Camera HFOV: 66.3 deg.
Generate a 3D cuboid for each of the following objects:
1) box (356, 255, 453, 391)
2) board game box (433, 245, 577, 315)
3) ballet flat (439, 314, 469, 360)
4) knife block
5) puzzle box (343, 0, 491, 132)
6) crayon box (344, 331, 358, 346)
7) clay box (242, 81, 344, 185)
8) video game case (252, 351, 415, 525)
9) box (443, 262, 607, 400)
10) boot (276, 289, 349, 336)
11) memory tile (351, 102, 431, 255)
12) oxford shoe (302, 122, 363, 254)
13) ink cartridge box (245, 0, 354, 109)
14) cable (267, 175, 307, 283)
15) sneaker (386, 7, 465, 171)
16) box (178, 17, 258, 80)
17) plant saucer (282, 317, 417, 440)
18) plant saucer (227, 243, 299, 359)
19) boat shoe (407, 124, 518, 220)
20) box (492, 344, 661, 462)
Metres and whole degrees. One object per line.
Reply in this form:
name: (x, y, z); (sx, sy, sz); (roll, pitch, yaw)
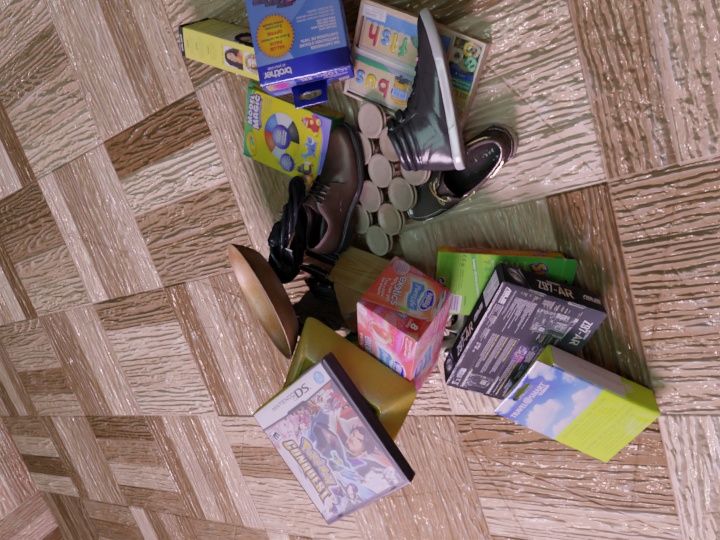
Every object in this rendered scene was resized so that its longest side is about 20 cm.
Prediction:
box: (0.060, 0.093, 0.795); (0.101, 0.095, 0.203); (31, 150, 20)
board game box: (0.200, 0.019, 0.782); (0.192, 0.030, 0.099); (5, 116, 3)
ballet flat: (0.152, 0.095, 0.862); (0.068, 0.066, 0.207); (-135, 43, -61)
knife block: (0.000, 0.000, 0.918); (0.194, 0.064, 0.180); (-21, 57, 5)
puzzle box: (0.072, -0.281, 0.774); (0.196, 0.025, 0.137); (28, 124, 20)
crayon box: (-0.020, 0.200, 0.939); (0.125, 0.199, 0.052); (41, 131, 8)
clay box: (-0.125, -0.227, 0.912); (0.195, 0.047, 0.118); (25, 122, 21)
video game case: (-0.044, 0.245, 0.785); (0.180, 0.025, 0.202); (-38, 86, 32)
box: (0.226, 0.101, 0.787); (0.155, 0.044, 0.204); (15, 125, -8)
boot: (-0.041, 0.094, 0.950); (0.195, 0.130, 0.070); (19, 122, 24)
memory tile: (0.026, -0.134, 0.847); (0.154, 0.017, 0.202); (48, 137, 20)
oxford shoe: (-0.045, -0.121, 0.846); (0.072, 0.083, 0.207); (23, 112, 41)
ink cartridge box: (-0.083, -0.332, 0.768); (0.131, 0.076, 0.208); (-10, 97, 6)
cable: (-0.119, -0.060, 0.914); (0.049, 0.200, 0.169); (9, 76, 1)
sneaker: (0.072, -0.224, 0.716); (0.096, 0.071, 0.208); (-9, 97, 19)
box: (-0.196, -0.354, 0.884); (0.195, 0.075, 0.051); (23, 130, 22)
plant saucer: (-0.039, 0.206, 0.813); (0.196, 0.048, 0.205); (30, 118, 16)
plant saucer: (-0.147, 0.042, 0.869); (0.201, 0.035, 0.203); (50, 158, 28)
boat shoe: (0.132, -0.129, 0.781); (0.198, 0.059, 0.073); (-34, 92, 38)
box: (0.299, 0.187, 0.779); (0.195, 0.048, 0.124); (24, 125, -7)
